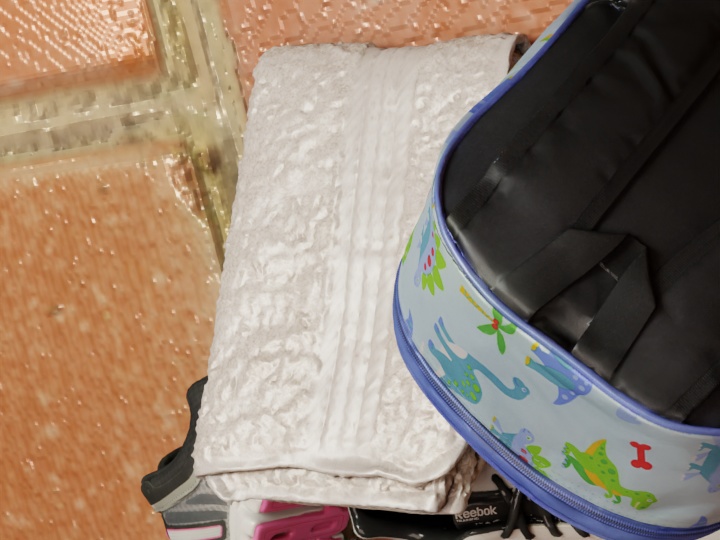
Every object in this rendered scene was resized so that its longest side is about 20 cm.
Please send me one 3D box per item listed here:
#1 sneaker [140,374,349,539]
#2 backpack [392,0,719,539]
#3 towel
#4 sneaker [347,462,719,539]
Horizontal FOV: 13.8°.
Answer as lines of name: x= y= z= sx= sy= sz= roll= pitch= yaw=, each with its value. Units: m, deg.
sneaker: x=-0.057 y=0.121 z=1.337 sx=0.087 sy=0.073 sz=0.201 roll=48 pitch=140 yaw=35
backpack: x=0.112 y=0.003 z=1.112 sx=0.183 sy=0.200 sz=0.147 roll=39 pitch=142 yaw=12
towel: x=0.000 y=0.000 z=1.228 sx=0.132 sy=0.034 sz=0.201 roll=0 pitch=76 yaw=30
sneaker: x=0.083 y=0.094 z=1.236 sx=0.199 sy=0.080 sz=0.074 roll=-3 pitch=104 yaw=31
